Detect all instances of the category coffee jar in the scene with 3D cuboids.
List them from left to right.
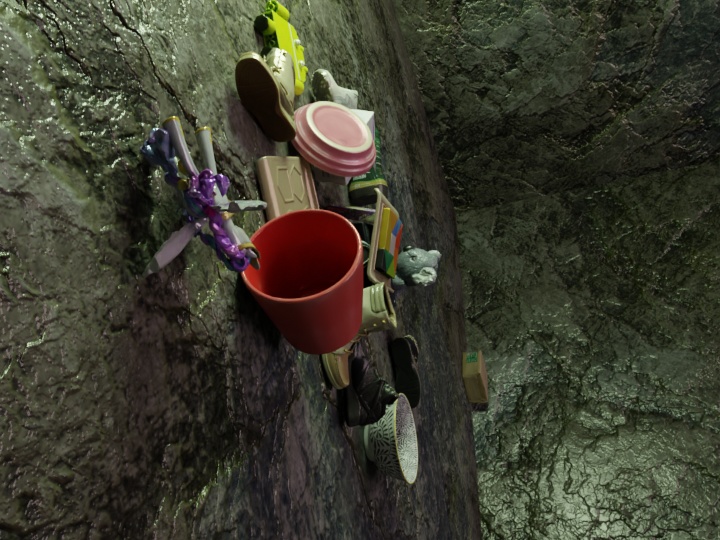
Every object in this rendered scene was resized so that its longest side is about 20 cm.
[{"bbox_3d":[0.011,-0.275,1.625,0.085,0.103,0.202,4,75,-71],"label":"coffee jar"}]

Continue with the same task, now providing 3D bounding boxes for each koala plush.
[{"bbox_3d":[0.121,-0.001,1.662,0.178,0.198,0.186,-64,141,-65],"label":"koala plush"}]

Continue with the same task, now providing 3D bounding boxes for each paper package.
[{"bbox_3d":[0.590,0.544,3.138,0.201,0.102,0.192,-71,147,-59],"label":"paper package"}]

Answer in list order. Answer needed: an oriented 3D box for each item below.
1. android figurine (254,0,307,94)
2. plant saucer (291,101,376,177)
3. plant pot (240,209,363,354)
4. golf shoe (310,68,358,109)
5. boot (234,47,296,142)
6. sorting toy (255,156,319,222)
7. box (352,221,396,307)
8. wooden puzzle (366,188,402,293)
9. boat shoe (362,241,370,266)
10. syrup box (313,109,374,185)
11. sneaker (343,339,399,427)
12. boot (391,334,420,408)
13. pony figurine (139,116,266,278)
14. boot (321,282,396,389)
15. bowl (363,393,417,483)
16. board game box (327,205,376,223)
[{"bbox_3d":[-0.157,-0.457,1.269,0.200,0.041,0.184,-15,94,-72],"label":"android figurine"},{"bbox_3d":[-0.052,-0.285,1.280,0.051,0.199,0.202,-54,-157,43],"label":"plant saucer"},{"bbox_3d":[-0.079,0.029,1.002,0.178,0.198,0.202,75,14,-47],"label":"plant pot"},{"bbox_3d":[-0.053,-0.419,1.475,0.078,0.097,0.200,37,-15,31],"label":"golf shoe"},{"bbox_3d":[-0.166,-0.354,1.110,0.200,0.072,0.157,57,28,-58],"label":"boot"},{"bbox_3d":[-0.133,-0.123,1.165,0.200,0.036,0.187,-29,108,-69],"label":"sorting toy"},{"bbox_3d":[0.000,0.000,1.415,0.182,0.103,0.202,2,78,-72],"label":"box"},{"bbox_3d":[0.058,-0.060,1.337,0.185,0.037,0.202,30,62,-72],"label":"wooden puzzle"},{"bbox_3d":[-0.034,-0.020,1.227,0.199,0.070,0.073,-20,97,-46],"label":"boat shoe"},{"bbox_3d":[-0.034,-0.288,1.404,0.201,0.078,0.082,-62,157,-43],"label":"syrup box"},{"bbox_3d":[0.019,0.226,1.303,0.076,0.113,0.202,120,-33,-70],"label":"sneaker"},{"bbox_3d":[0.145,0.291,1.801,0.154,0.073,0.206,-5,84,-76],"label":"boot"},{"bbox_3d":[-0.194,-0.084,0.759,0.201,0.165,0.193,63,9,-2],"label":"pony figurine"},{"bbox_3d":[-0.002,0.132,1.234,0.072,0.153,0.202,24,58,-71],"label":"boot"},{"bbox_3d":[0.064,0.391,1.416,0.201,0.093,0.203,-10,90,-74],"label":"bowl"},{"bbox_3d":[0.000,-0.134,1.442,0.200,0.119,0.033,-31,133,-78],"label":"board game box"}]
